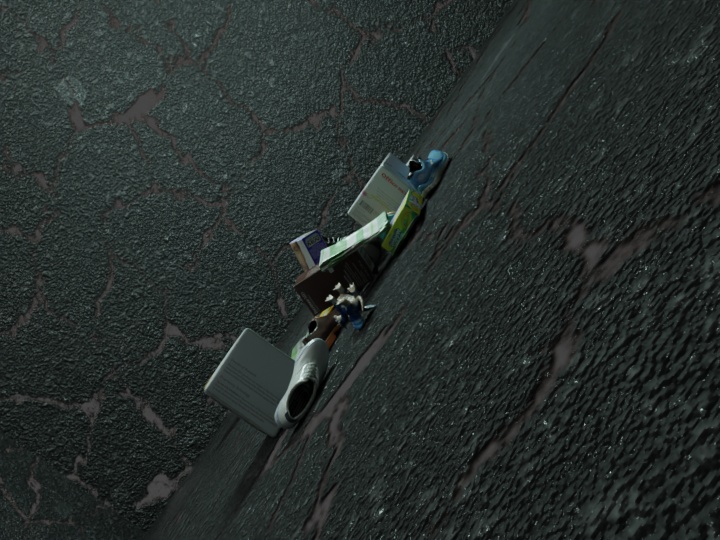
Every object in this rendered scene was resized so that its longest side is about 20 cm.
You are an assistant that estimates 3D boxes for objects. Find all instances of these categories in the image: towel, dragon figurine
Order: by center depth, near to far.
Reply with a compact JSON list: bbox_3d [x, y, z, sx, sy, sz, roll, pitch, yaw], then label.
[{"bbox_3d":[-0.009,0.079,1.388,0.059,0.099,0.199,-54,24,-20],"label":"dragon figurine"},{"bbox_3d":[-0.015,-0.075,1.650,0.198,0.024,0.153,-33,14,7],"label":"towel"},{"bbox_3d":[-0.161,0.231,1.825,0.200,0.030,0.151,-48,21,49],"label":"towel"}]

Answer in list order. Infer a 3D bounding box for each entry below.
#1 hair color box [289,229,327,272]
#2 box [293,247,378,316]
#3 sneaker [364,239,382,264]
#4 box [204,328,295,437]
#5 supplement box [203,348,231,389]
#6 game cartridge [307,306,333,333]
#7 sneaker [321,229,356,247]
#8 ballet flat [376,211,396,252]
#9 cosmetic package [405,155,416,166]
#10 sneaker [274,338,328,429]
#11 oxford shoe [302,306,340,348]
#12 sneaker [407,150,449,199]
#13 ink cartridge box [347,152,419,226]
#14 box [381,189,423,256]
[{"bbox_3d":[-0.116,-0.009,1.910,0.064,0.203,0.109,-30,8,-23],"label":"hair color box"},{"bbox_3d":[-0.063,0.018,1.717,0.198,0.101,0.075,-32,14,20],"label":"box"},{"bbox_3d":[0.000,0.000,1.800,0.202,0.073,0.080,-59,12,30],"label":"sneaker"},{"bbox_3d":[-0.248,0.270,1.610,0.173,0.198,0.199,-58,5,-17],"label":"box"},{"bbox_3d":[-0.538,0.480,2.907,0.199,0.198,0.133,-55,6,-8],"label":"supplement box"},{"bbox_3d":[-0.106,0.146,2.002,0.178,0.032,0.200,-55,7,6],"label":"game cartridge"},{"bbox_3d":[-0.040,-0.083,1.970,0.105,0.195,0.061,124,156,-46],"label":"sneaker"},{"bbox_3d":[0.060,-0.093,1.822,0.201,0.069,0.063,-50,-7,37],"label":"ballet flat"},{"bbox_3d":[0.147,-0.272,2.091,0.102,0.073,0.201,-51,8,28],"label":"cosmetic package"},{"bbox_3d":[-0.106,0.227,1.368,0.070,0.072,0.203,-30,33,55],"label":"sneaker"},{"bbox_3d":[-0.085,0.131,1.679,0.072,0.072,0.201,-51,6,34],"label":"oxford shoe"},{"bbox_3d":[0.172,-0.271,1.756,0.079,0.089,0.201,-51,7,35],"label":"sneaker"},{"bbox_3d":[0.077,-0.200,1.874,0.201,0.143,0.085,-50,5,41],"label":"ink cartridge box"},{"bbox_3d":[0.101,-0.115,1.626,0.119,0.048,0.201,-60,5,20],"label":"box"}]
